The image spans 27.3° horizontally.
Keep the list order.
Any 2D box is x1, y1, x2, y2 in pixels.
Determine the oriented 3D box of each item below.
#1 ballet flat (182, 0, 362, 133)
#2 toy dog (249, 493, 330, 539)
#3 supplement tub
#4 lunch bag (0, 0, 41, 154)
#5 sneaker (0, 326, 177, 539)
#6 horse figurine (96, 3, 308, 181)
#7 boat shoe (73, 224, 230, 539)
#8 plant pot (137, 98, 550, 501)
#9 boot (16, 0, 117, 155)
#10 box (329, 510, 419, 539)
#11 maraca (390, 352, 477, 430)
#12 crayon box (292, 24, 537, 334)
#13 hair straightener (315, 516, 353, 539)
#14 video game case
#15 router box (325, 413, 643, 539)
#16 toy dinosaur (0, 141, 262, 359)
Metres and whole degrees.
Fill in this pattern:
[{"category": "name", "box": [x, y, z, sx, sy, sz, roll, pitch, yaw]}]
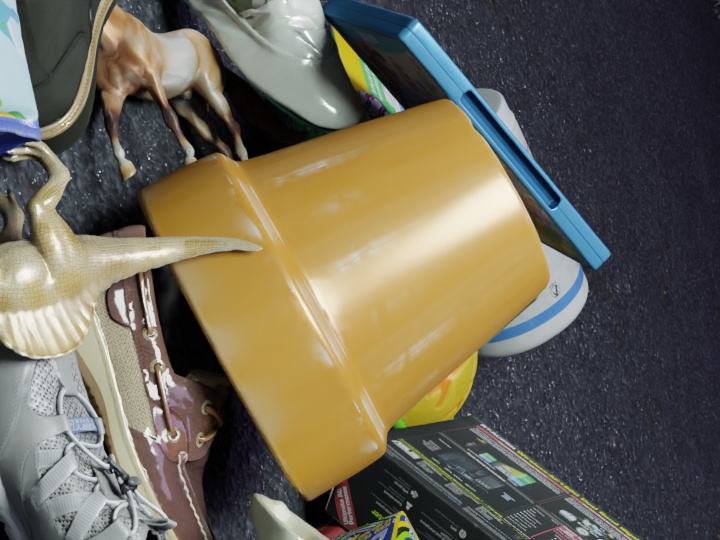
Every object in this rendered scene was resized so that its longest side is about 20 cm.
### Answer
[{"category": "ballet flat", "box": [-0.064, -0.169, 0.953, 0.200, 0.069, 0.069, 48, 10, 29]}, {"category": "toy dog", "box": [-0.037, 0.240, 0.715, 0.139, 0.200, 0.194, 32, -2, -13]}, {"category": "supplement tub", "box": [0.102, -0.038, 1.271, 0.200, 0.132, 0.132, 61, 26, -24]}, {"category": "lunch bag", "box": [-0.237, -0.127, 0.583, 0.200, 0.127, 0.171, 3, 74, -52]}, {"category": "sneaker", "box": [-0.123, 0.116, 0.711, 0.075, 0.082, 0.201, -4, 77, -67]}, {"category": "horse figurine", "box": [-0.114, -0.112, 0.919, 0.200, 0.050, 0.133, 5, 58, -60]}, {"category": "boat shoe", "box": [-0.101, 0.073, 0.782, 0.072, 0.072, 0.201, 171, -103, -82]}, {"category": "plant pot", "box": [0.000, 0.000, 0.851, 0.201, 0.183, 0.200, 61, -4, 7]}, {"category": "boot", "box": [-0.162, -0.178, 0.758, 0.138, 0.077, 0.201, 99, -14, -64]}, {"category": "box", "box": [0.037, 0.245, 0.863, 0.200, 0.070, 0.064, 61, 18, -17]}, {"category": "maraca", "box": [0.036, 0.063, 1.086, 0.200, 0.107, 0.138, 48, 39, -61]}, {"category": "crayon box", "box": [0.031, -0.065, 1.046, 0.172, 0.058, 0.200, 38, 19, -26]}, {"category": "hair straightener", "box": [-0.027, 0.208, 0.920, 0.200, 0.041, 0.077, -17, 91, -72]}, {"category": "video game case", "box": [0.064, -0.088, 0.933, 0.200, 0.018, 0.143, 47, -4, -25]}, {"category": "router box", "box": [0.097, 0.178, 0.971, 0.200, 0.062, 0.150, 36, 20, 29]}, {"category": "toy dinosaur", "box": [-0.155, -0.006, 0.716, 0.200, 0.058, 0.101, -20, 75, -39]}]
